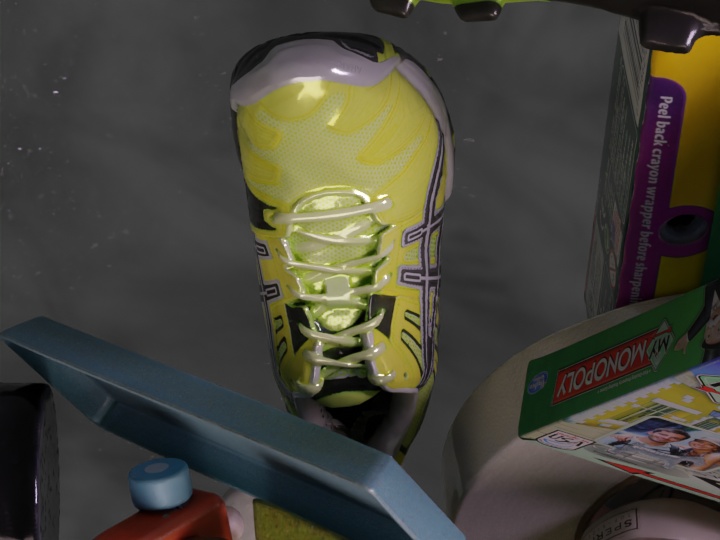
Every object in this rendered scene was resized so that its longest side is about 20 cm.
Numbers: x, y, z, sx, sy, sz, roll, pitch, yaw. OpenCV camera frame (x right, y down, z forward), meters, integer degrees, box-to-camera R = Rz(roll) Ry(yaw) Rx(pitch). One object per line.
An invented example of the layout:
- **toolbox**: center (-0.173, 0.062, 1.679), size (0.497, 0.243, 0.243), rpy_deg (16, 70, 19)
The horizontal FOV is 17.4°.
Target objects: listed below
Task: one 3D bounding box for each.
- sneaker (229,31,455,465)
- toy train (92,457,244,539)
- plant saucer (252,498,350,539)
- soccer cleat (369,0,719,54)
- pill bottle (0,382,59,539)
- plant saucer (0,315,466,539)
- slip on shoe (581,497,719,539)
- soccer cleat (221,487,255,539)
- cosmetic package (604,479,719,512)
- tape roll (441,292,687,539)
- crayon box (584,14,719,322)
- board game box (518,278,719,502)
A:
- **sneaker**: center (0.000, 0.000, 0.800), size (0.075, 0.077, 0.200), rpy_deg (-7, 140, 5)
- **toy train**: center (-0.075, 0.178, 0.845), size (0.056, 0.150, 0.201), rpy_deg (7, 109, 41)
- **plant saucer**: center (0.067, 0.168, 0.843), size (0.200, 0.048, 0.200), rpy_deg (21, 166, 35)
- **soccer cleat**: center (0.047, -0.117, 0.678), size (0.200, 0.084, 0.065), rpy_deg (13, 154, 13)
- **pill bottle**: center (-0.214, 0.085, 0.863), size (0.199, 0.112, 0.112), rpy_deg (-1, 140, -3)
- **plant saucer**: center (-0.046, 0.059, 0.826), size (0.200, 0.019, 0.070), rpy_deg (17, 157, 43)
- **slip on shoe**: center (0.166, 0.138, 0.847), size (0.200, 0.061, 0.076), rpy_deg (22, 136, -29)
- **soccer cleat**: center (-0.034, 0.185, 0.951), size (0.068, 0.085, 0.201), rpy_deg (1, 99, -5)
- **cosmetic package**: center (0.139, 0.117, 0.969), size (0.151, 0.052, 0.200), rpy_deg (20, 135, -20)
- **tape roll**: center (0.129, 0.079, 0.848), size (0.202, 0.037, 0.203), rpy_deg (-2, 143, -1)
- **crayon box**: center (0.170, -0.038, 0.781), size (0.172, 0.058, 0.200), rpy_deg (-2, 140, -3)
- **board game box**: center (0.167, 0.054, 0.723), size (0.200, 0.029, 0.135), rpy_deg (18, 160, -19)
